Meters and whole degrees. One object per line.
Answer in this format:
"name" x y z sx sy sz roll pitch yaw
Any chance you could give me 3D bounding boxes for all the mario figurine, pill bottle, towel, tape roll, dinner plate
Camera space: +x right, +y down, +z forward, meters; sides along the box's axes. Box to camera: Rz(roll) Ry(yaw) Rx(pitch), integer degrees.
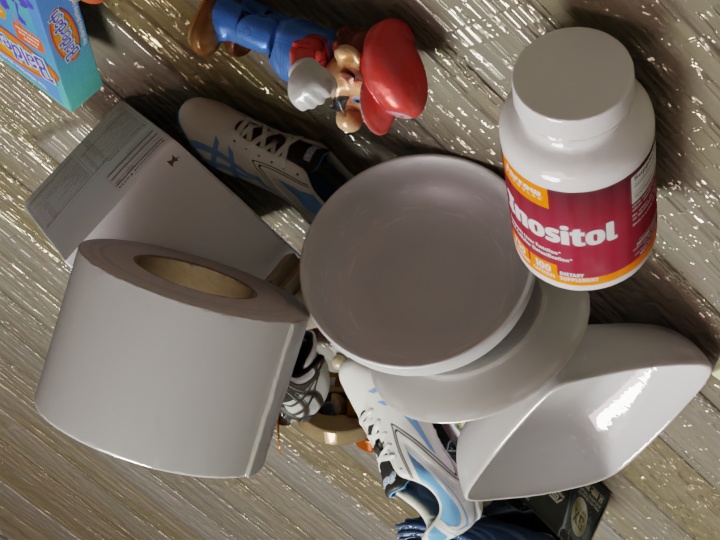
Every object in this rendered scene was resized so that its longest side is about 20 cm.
"mario figurine" -0.039 -0.151 1.372 0.200 0.123 0.106 22 141 27
"pill bottle" 0.160 -0.082 1.284 0.113 0.113 0.200 19 152 22
"towel" 0.126 0.276 1.759 0.111 0.049 0.200 9 174 30
"tape roll" -0.156 0.069 1.450 0.202 0.139 0.203 17 -171 -3
"dinner plate" 0.096 0.045 1.480 0.200 0.200 0.024 8 141 39

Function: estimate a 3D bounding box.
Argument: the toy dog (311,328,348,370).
"toy dog" -0.017 0.057 1.743 0.132 0.096 0.200 18 151 33

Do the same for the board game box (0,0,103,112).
"board game box" -0.308 -0.247 1.532 0.152 0.045 0.200 36 158 22

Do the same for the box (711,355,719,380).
"box" 0.401 0.069 1.317 0.176 0.097 0.200 36 155 -10

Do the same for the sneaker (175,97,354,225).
"sneaker" -0.071 -0.102 1.560 0.200 0.072 0.073 32 136 0

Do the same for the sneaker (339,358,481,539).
"sneaker" 0.037 0.166 1.661 0.200 0.072 0.072 54 148 15

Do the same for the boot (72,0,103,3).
"boot" -0.176 -0.248 1.398 0.107 0.075 0.200 25 162 -16

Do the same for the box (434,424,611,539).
"box" 0.142 0.216 1.874 0.164 0.086 0.200 -3 139 48

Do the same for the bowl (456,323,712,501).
"bowl" 0.187 0.115 1.536 0.200 0.075 0.200 -2 143 -34

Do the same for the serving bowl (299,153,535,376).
"serving bowl" 0.053 0.004 1.460 0.200 0.200 0.066 19 158 23

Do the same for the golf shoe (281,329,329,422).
"golf shoe" -0.061 0.094 1.663 0.078 0.094 0.200 48 -161 10

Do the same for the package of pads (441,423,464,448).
"package of pads" 0.131 0.093 1.617 0.076 0.120 0.200 54 168 30

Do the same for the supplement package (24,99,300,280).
"supplement package" -0.182 -0.029 1.632 0.191 0.147 0.200 44 177 -26

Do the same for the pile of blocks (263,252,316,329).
"pile of blocks" 0.000 0.000 1.587 0.062 0.200 0.082 -16 89 38

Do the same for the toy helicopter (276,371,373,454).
"toy helicopter" -0.052 0.127 1.862 0.200 0.132 0.079 46 146 51
